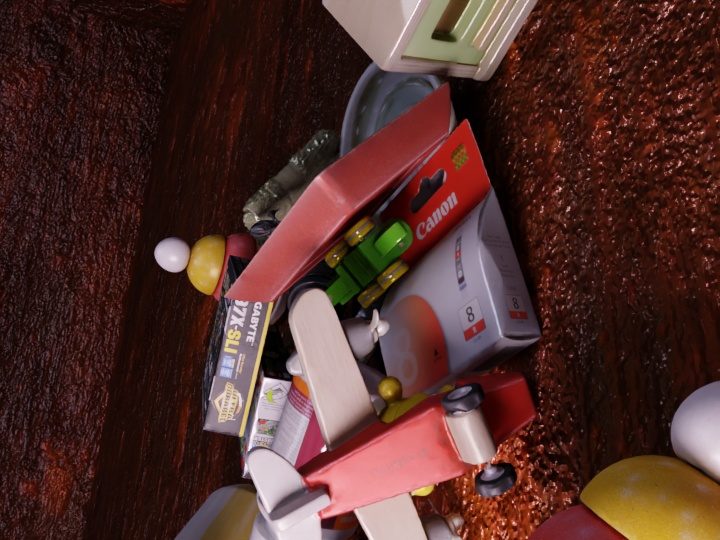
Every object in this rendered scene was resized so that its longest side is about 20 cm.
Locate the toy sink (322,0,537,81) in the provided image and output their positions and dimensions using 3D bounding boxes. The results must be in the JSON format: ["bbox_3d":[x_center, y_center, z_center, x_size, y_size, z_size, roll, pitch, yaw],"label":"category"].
[{"bbox_3d":[0.088,-0.257,0.694,0.113,0.198,0.131,51,128,25],"label":"toy sink"}]

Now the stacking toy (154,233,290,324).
[{"bbox_3d":[-0.203,-0.006,1.132,0.146,0.196,0.149,-43,40,50],"label":"stacking toy"}]

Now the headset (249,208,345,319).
[{"bbox_3d":[-0.061,-0.002,0.866,0.201,0.091,0.126,79,-171,-63],"label":"headset"}]

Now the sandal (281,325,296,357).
[{"bbox_3d":[-0.065,0.107,0.929,0.080,0.058,0.208,-66,25,21],"label":"sandal"}]

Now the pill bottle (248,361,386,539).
[{"bbox_3d":[-0.039,0.193,0.756,0.109,0.107,0.204,36,109,65],"label":"pill bottle"}]

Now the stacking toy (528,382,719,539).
[{"bbox_3d":[0.143,0.145,0.374,0.202,0.145,0.146,-56,25,1],"label":"stacking toy"}]

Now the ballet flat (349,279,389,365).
[{"bbox_3d":[-0.001,0.007,0.843,0.066,0.056,0.204,-41,42,54],"label":"ballet flat"}]

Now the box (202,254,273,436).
[{"bbox_3d":[-0.143,0.077,0.881,0.200,0.048,0.163,-148,72,-76],"label":"box"}]

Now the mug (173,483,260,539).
[{"bbox_3d":[-0.134,0.335,0.877,0.154,0.182,0.152,-60,-25,-53],"label":"mug"}]

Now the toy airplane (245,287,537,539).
[{"bbox_3d":[0.012,0.138,0.583,0.141,0.195,0.204,-71,2,-82],"label":"toy airplane"}]

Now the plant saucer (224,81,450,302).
[{"bbox_3d":[-0.011,-0.058,0.680,0.200,0.037,0.200,-43,-1,-42],"label":"plant saucer"}]

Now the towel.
[{"bbox_3d":[-0.070,-0.079,0.918,0.148,0.036,0.200,-46,-12,-11],"label":"towel"}]

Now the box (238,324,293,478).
[{"bbox_3d":[-0.112,0.140,0.878,0.200,0.034,0.113,-133,55,-74],"label":"box"}]

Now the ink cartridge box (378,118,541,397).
[{"bbox_3d":[0.062,-0.003,0.662,0.162,0.049,0.204,-45,54,49],"label":"ink cartridge box"}]

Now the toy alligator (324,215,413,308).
[{"bbox_3d":[0.000,0.000,0.715,0.054,0.060,0.200,-37,-5,-38],"label":"toy alligator"}]

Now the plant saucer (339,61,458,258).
[{"bbox_3d":[0.046,-0.114,0.777,0.199,0.049,0.206,4,95,57],"label":"plant saucer"}]
